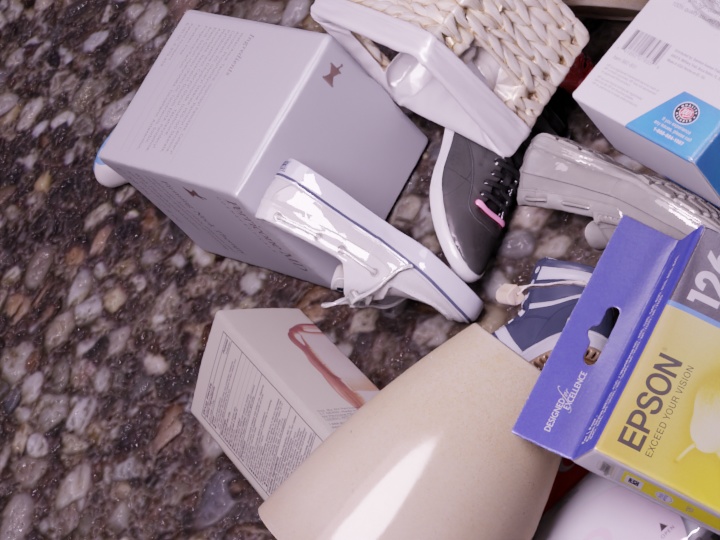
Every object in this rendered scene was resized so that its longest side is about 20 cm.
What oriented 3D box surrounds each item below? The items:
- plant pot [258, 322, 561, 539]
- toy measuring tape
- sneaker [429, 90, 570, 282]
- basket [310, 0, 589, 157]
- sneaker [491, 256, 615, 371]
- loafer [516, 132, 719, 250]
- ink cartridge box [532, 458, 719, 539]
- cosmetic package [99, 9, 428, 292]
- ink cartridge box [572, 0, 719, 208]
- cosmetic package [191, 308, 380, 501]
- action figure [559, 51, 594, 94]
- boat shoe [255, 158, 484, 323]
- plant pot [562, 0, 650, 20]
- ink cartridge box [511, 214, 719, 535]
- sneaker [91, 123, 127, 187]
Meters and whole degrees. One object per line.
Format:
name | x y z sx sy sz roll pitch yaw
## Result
plant pot | 0.060 0.145 1.338 0.200 0.187 0.187 -54 43 0
toy measuring tape | 0.194 0.037 1.357 0.199 0.074 0.074 -4 42 -19
sneaker | 0.119 -0.086 1.553 0.099 0.071 0.201 -19 46 34
basket | 0.075 -0.199 1.537 0.124 0.136 0.200 -50 33 -4
sneaker | 0.117 0.060 1.456 0.199 0.070 0.109 -22 38 36
loafer | 0.205 -0.045 1.466 0.200 0.070 0.070 29 104 40
ink cartridge box | 0.184 0.145 1.356 0.163 0.057 0.200 -44 48 4
cosmetic package | -0.086 -0.109 1.662 0.199 0.167 0.167 16 71 45
ink cartridge box | 0.288 -0.166 1.469 0.200 0.084 0.145 -50 43 -3
cosmetic package | -0.047 0.121 1.502 0.200 0.087 0.104 44 126 46
action figure | 0.158 -0.199 1.610 0.052 0.065 0.200 -49 41 13
boat shoe | -0.001 -0.001 1.526 0.086 0.201 0.075 -55 1 -5
plant pot | 0.211 -0.280 1.558 0.199 0.200 0.135 7 93 41
ink cartridge box | 0.234 0.069 1.276 0.199 0.047 0.198 27 63 7
sneaker | -0.183 -0.125 1.828 0.199 0.072 0.073 -28 72 29
